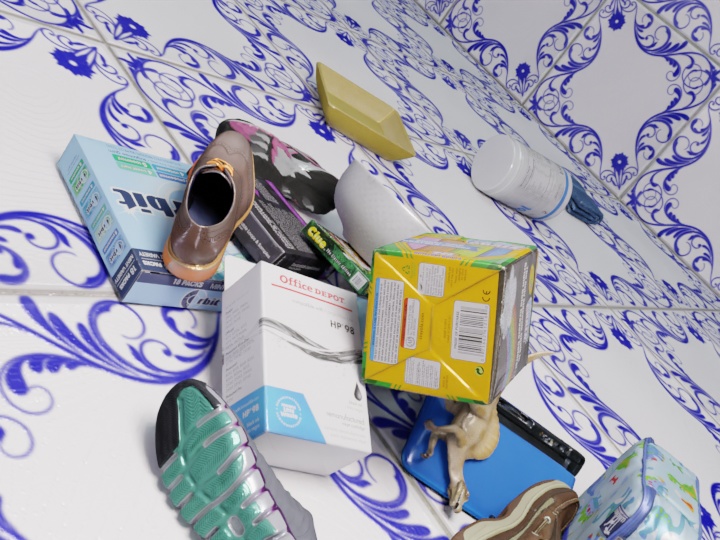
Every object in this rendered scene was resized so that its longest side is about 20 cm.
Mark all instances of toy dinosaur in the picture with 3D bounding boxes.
[{"bbox_3d":[0.114,0.142,0.873,0.101,0.201,0.058,41,-22,-22],"label":"toy dinosaur"}]

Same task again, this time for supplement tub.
[{"bbox_3d":[0.351,-0.198,1.842,0.199,0.132,0.133,21,29,-34],"label":"supplement tub"}]

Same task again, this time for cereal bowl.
[{"bbox_3d":[0.037,-0.044,1.085,0.200,0.083,0.200,45,5,-5],"label":"cereal bowl"}]

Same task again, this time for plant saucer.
[{"bbox_3d":[-0.002,-0.288,1.593,0.199,0.049,0.201,26,27,-25],"label":"plant saucer"}]

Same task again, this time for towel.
[{"bbox_3d":[0.566,-0.198,2.259,0.111,0.049,0.201,26,26,-27],"label":"towel"}]

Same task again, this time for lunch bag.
[{"bbox_3d":[0.262,0.266,0.856,0.082,0.161,0.200,39,21,9],"label":"lunch bag"}]

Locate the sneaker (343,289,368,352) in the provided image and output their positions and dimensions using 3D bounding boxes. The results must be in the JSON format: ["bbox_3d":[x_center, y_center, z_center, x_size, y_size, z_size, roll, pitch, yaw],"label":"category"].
[{"bbox_3d":[-0.002,0.065,0.937,0.129,0.080,0.200,11,-13,16],"label":"sneaker"}]

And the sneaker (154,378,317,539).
[{"bbox_3d":[-0.086,0.175,0.648,0.201,0.074,0.087,58,13,22],"label":"sneaker"}]

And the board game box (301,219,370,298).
[{"bbox_3d":[0.000,0.000,1.039,0.105,0.023,0.200,49,6,17],"label":"board game box"}]

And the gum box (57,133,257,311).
[{"bbox_3d":[-0.200,-0.045,0.879,0.169,0.045,0.201,10,36,-50],"label":"gum box"}]

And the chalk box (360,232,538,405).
[{"bbox_3d":[0.096,0.035,0.813,0.122,0.126,0.200,8,9,21],"label":"chalk box"}]

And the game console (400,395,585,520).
[{"bbox_3d":[0.135,0.196,0.946,0.199,0.119,0.171,36,-2,-9],"label":"game console"}]

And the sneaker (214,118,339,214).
[{"bbox_3d":[-0.118,-0.143,1.158,0.199,0.081,0.086,32,11,-35],"label":"sneaker"}]

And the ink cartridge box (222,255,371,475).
[{"bbox_3d":[-0.061,0.071,0.768,0.115,0.067,0.202,20,51,-36],"label":"ink cartridge box"}]

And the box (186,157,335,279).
[{"bbox_3d":[-0.105,-0.055,0.977,0.143,0.036,0.200,50,9,14],"label":"box"}]

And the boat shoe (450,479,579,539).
[{"bbox_3d":[0.160,0.262,0.800,0.075,0.076,0.201,31,30,36],"label":"boat shoe"}]

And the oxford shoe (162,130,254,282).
[{"bbox_3d":[-0.135,-0.081,0.827,0.071,0.073,0.201,18,44,-11],"label":"oxford shoe"}]
